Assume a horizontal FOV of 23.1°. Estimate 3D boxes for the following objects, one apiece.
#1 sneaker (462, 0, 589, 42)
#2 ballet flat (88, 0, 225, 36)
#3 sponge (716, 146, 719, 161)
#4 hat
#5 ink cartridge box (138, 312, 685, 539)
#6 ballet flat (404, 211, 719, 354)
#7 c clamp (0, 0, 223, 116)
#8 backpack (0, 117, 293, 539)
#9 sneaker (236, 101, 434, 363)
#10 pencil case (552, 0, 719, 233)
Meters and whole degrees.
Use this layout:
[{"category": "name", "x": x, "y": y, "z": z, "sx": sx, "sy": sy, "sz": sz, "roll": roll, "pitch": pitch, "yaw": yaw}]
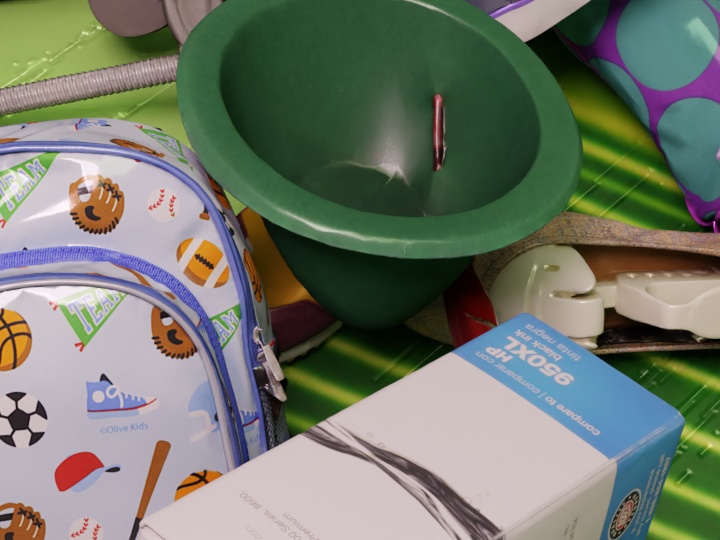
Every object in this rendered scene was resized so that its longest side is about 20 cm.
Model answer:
[{"category": "sneaker", "x": 0.089, "y": -0.206, "z": 0.784, "sx": 0.200, "sy": 0.147, "sz": 0.081, "roll": -37, "pitch": 30, "yaw": -11}, {"category": "ballet flat", "x": -0.039, "y": -0.166, "z": 0.840, "sx": 0.199, "sy": 0.046, "sz": 0.068, "roll": -24, "pitch": 105, "yaw": 9}, {"category": "sponge", "x": 0.250, "y": -0.038, "z": 0.819, "sx": 0.200, "sy": 0.030, "sz": 0.112, "roll": 40, "pitch": 58, "yaw": -24}, {"category": "hat", "x": 0.000, "y": 0.000, "z": 0.757, "sx": 0.165, "sy": 0.177, "sz": 0.201, "roll": -7, "pitch": 47, "yaw": -18}, {"category": "ink cartridge box", "x": 0.012, "y": 0.122, "z": 0.633, "sx": 0.084, "sy": 0.145, "sz": 0.200, "roll": 35, "pitch": 40, "yaw": 30}, {"category": "ballet flat", "x": 0.115, "y": 0.010, "z": 0.801, "sx": 0.199, "sy": 0.068, "sz": 0.067, "roll": -4, "pitch": 19, "yaw": -10}, {"category": "c clamp", "x": -0.136, "y": -0.109, "z": 0.821, "sx": 0.199, "sy": 0.172, "sz": 0.027, "roll": -5, "pitch": 17, "yaw": 2}, {"category": "backpack", "x": -0.118, "y": 0.040, "z": 0.671, "sx": 0.199, "sy": 0.154, "sz": 0.192, "roll": -10, "pitch": 97, "yaw": -7}, {"category": "sneaker", "x": 0.000, "y": -0.039, "z": 0.806, "sx": 0.075, "sy": 0.090, "sz": 0.200, "roll": 41, "pitch": 61, "yaw": 16}, {"category": "pencil case", "x": 0.146, "y": -0.113, "z": 0.874, "sx": 0.092, "sy": 0.085, "sz": 0.200, "roll": -43, "pitch": 71, "yaw": 12}]
